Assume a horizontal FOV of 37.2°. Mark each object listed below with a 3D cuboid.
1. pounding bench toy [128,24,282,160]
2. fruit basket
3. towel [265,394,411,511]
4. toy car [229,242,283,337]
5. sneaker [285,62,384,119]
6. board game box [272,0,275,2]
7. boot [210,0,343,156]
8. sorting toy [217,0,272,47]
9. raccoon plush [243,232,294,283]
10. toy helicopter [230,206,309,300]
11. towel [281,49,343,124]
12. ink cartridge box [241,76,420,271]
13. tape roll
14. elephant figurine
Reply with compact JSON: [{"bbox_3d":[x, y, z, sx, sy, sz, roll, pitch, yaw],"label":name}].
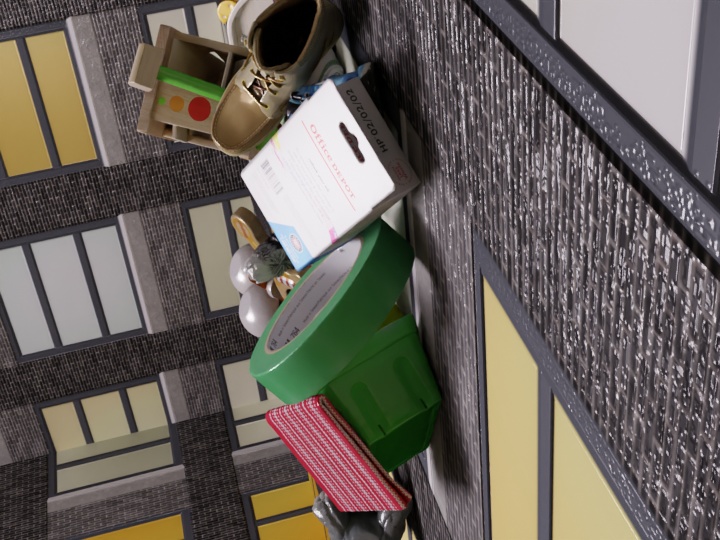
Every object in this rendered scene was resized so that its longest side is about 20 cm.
[{"bbox_3d":[-0.166,-0.202,1.238,0.200,0.154,0.126,-18,-57,-82],"label":"pounding bench toy"},{"bbox_3d":[-0.001,0.104,1.161,0.216,0.154,0.216,54,163,25],"label":"fruit basket"},{"bbox_3d":[-0.028,0.193,1.122,0.145,0.022,0.200,50,157,-4],"label":"towel"},{"bbox_3d":[-0.090,0.013,1.601,0.151,0.173,0.201,-58,35,33],"label":"toy car"},{"bbox_3d":[-0.028,-0.158,1.087,0.200,0.089,0.080,-169,66,-78],"label":"sneaker"},{"bbox_3d":[-0.095,-0.434,1.253,0.197,0.055,0.202,90,165,-55],"label":"board game box"},{"bbox_3d":[-0.097,-0.202,1.105,0.073,0.200,0.155,43,-171,-3],"label":"boot"},{"bbox_3d":[-0.137,-0.379,1.574,0.181,0.105,0.202,-84,-8,-47],"label":"sorting toy"},{"bbox_3d":[-0.073,-0.093,1.192,0.134,0.199,0.097,46,164,49],"label":"raccoon plush"},{"bbox_3d":[-0.106,-0.001,1.427,0.201,0.079,0.132,53,158,-15],"label":"toy helicopter"},{"bbox_3d":[-0.070,-0.238,1.330,0.150,0.030,0.201,-62,29,33],"label":"towel"},{"bbox_3d":[-0.022,-0.094,0.988,0.116,0.067,0.200,59,145,3],"label":"ink cartridge box"},{"bbox_3d":[-0.029,0.037,1.056,0.048,0.201,0.200,40,179,-13],"label":"tape roll"},{"bbox_3d":[0.012,0.321,1.490,0.141,0.156,0.200,34,-178,0],"label":"elephant figurine"}]
